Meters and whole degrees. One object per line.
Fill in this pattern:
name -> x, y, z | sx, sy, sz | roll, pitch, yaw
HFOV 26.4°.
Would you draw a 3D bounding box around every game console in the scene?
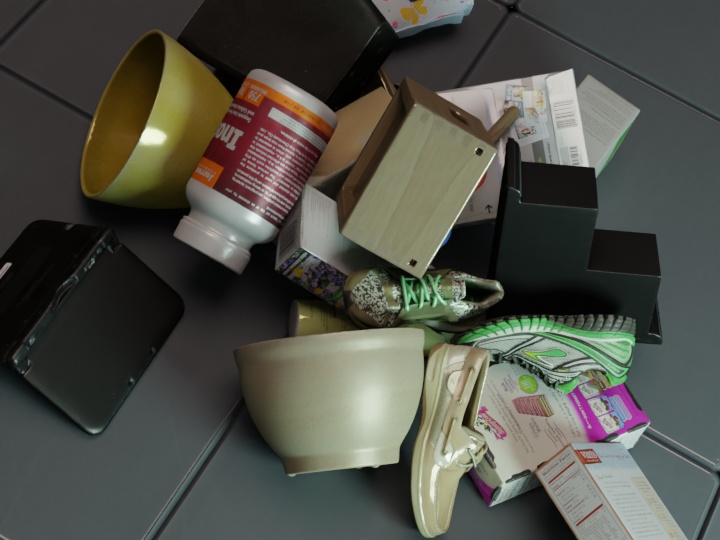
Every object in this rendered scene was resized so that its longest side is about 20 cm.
game console -> -0.320, 0.058, 1.648 | 0.174, 0.117, 0.201 | 7, 47, 30

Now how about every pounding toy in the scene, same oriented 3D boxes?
pounding toy -> 0.079, -0.110, 1.645 | 0.141, 0.185, 0.200 | 29, 14, -10

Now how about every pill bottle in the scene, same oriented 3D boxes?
pill bottle -> -0.116, -0.104, 1.644 | 0.112, 0.113, 0.201 | 28, 87, 7

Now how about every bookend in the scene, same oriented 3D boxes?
bookend -> 0.244, -0.029, 1.674 | 0.196, 0.201, 0.093 | 4, 40, 1

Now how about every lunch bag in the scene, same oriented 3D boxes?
lunch bag -> 0.039, -0.395, 1.983 | 0.168, 0.127, 0.201 | -18, 68, -22

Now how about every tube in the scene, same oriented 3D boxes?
tube -> 0.020, 0.062, 1.710 | 0.198, 0.052, 0.059 | 5, 94, -16

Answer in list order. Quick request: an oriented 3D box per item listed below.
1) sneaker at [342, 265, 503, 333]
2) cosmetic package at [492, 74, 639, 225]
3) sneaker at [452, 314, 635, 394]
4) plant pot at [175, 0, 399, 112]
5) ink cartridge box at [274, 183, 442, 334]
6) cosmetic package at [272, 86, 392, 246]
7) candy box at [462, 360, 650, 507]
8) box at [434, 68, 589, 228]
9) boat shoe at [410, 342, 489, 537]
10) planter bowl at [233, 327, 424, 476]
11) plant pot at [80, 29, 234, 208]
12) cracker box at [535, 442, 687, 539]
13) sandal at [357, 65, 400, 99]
sneaker -> 0.070, 0.021, 1.617 | 0.199, 0.088, 0.078 | -1, 72, -38
cosmetic package -> 0.244, -0.130, 1.858 | 0.085, 0.108, 0.200 | 35, 57, 8
sneaker -> 0.196, 0.089, 1.639 | 0.198, 0.078, 0.086 | 0, 86, 3
plant pot -> -0.067, -0.280, 1.795 | 0.177, 0.199, 0.201 | 38, 94, 7
ink cartridge box -> 0.000, 0.000, 1.684 | 0.199, 0.050, 0.110 | 33, 35, -25
cosmetic package -> -0.035, -0.122, 1.788 | 0.199, 0.106, 0.071 | -32, 69, -31
candy box -> 0.196, 0.157, 1.675 | 0.198, 0.061, 0.137 | -17, 60, -25
box -> 0.157, -0.136, 1.749 | 0.198, 0.041, 0.158 | -10, 83, 1
boat shoe -> 0.096, 0.177, 1.585 | 0.064, 0.072, 0.202 | 5, 84, 21
planter bowl -> -0.025, 0.138, 1.572 | 0.198, 0.200, 0.136 | -4, 82, -16
plant pot -> -0.209, -0.149, 1.732 | 0.141, 0.200, 0.202 | 24, 50, -27
cracker box -> 0.279, 0.273, 1.578 | 0.133, 0.058, 0.201 | 11, 42, -56
sandal -> 0.048, -0.190, 1.876 | 0.054, 0.081, 0.200 | -21, 63, -42
